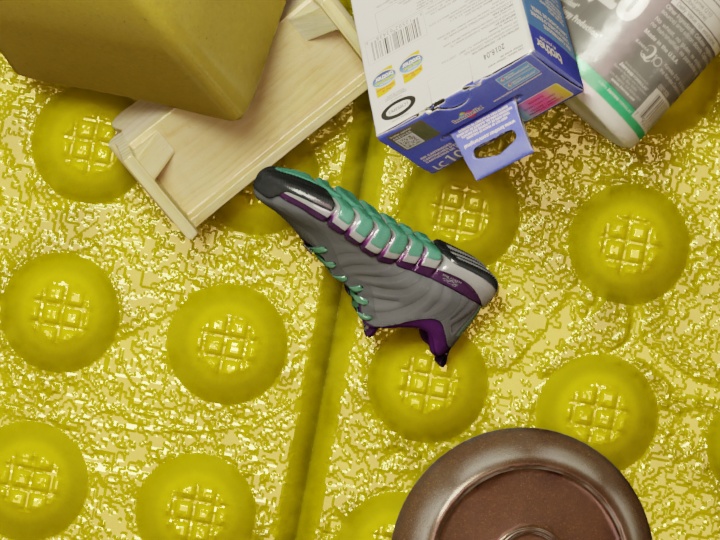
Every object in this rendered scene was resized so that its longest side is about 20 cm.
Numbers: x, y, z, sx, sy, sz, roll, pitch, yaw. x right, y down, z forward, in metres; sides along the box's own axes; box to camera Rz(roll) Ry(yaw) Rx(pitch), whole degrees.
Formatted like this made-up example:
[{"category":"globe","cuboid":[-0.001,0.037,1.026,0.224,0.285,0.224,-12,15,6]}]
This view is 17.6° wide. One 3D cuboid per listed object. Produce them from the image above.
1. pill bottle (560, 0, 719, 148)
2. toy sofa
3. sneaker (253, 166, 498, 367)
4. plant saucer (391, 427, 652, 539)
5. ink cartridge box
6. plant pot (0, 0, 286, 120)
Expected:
[{"category":"pill bottle","cuboid":[0.217,-0.196,1.669,0.113,0.113,0.200,42,91,2]},{"category":"toy sofa","cuboid":[-0.083,-0.123,1.703,0.200,0.098,0.083,-39,113,1]},{"category":"sneaker","cuboid":[0.000,0.000,1.679,0.200,0.074,0.088,27,100,-16]},{"category":"plant saucer","cuboid":[0.121,0.215,1.694,0.200,0.032,0.201,0,87,-7]},{"category":"ink cartridge box","cuboid":[0.072,-0.163,1.628,0.136,0.076,0.200,-27,55,27]},{"category":"plant pot","cuboid":[-0.170,-0.243,1.596,0.195,0.200,0.195,13,76,23]}]
